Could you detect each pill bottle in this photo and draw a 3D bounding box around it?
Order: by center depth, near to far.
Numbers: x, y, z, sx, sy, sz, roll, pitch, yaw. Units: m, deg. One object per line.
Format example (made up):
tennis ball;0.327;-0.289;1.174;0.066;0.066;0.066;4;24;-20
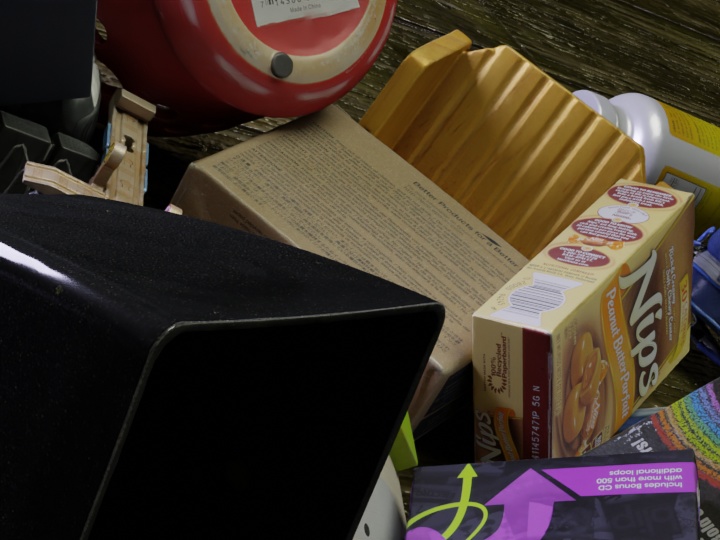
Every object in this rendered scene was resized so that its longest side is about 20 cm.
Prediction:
pill bottle;0.254;-0.088;1.896;0.200;0.104;0.104;20;24;-32

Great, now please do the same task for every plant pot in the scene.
plant pot;-0.117;0.066;0.923;0.177;0.200;0.200;30;17;28
plant pot;-0.089;-0.187;1.399;0.200;0.201;0.182;18;-11;-35

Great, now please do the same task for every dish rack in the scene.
dish rack;-0.191;-0.025;1.191;0.153;0.055;0.200;19;27;-31

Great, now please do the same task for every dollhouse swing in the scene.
dollhouse swing;0.073;-0.050;1.489;0.200;0.182;0.176;39;11;14

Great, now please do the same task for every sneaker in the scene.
sneaker;-0.236;-0.133;1.362;0.085;0.075;0.200;-11;42;-43

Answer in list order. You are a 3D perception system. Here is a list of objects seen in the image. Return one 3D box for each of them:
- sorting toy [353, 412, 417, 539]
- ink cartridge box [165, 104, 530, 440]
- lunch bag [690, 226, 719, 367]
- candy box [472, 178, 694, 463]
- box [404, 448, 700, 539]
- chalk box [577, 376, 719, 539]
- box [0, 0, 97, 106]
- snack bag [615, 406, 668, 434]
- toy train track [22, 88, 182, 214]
sorting toy;-0.033;0.103;1.109;0.200;0.107;0.180;14;47;-40
ink cartridge box;0.000;0.000;1.343;0.200;0.075;0.165;39;31;16
lunch bag;0.329;0.034;1.690;0.200;0.132;0.136;40;5;5
candy box;0.136;0.038;1.331;0.055;0.116;0.200;15;32;28
box;0.088;0.162;1.031;0.143;0.036;0.200;-5;36;10
chalk box;0.169;0.158;1.150;0.125;0.200;0.124;54;-12;40
box;-0.245;-0.195;1.291;0.148;0.107;0.200;-7;48;-17
snack bag;0.257;0.102;1.421;0.188;0.021;0.200;-6;-11;36
toy train track;-0.126;-0.058;1.234;0.115;0.033;0.200;28;23;-18
